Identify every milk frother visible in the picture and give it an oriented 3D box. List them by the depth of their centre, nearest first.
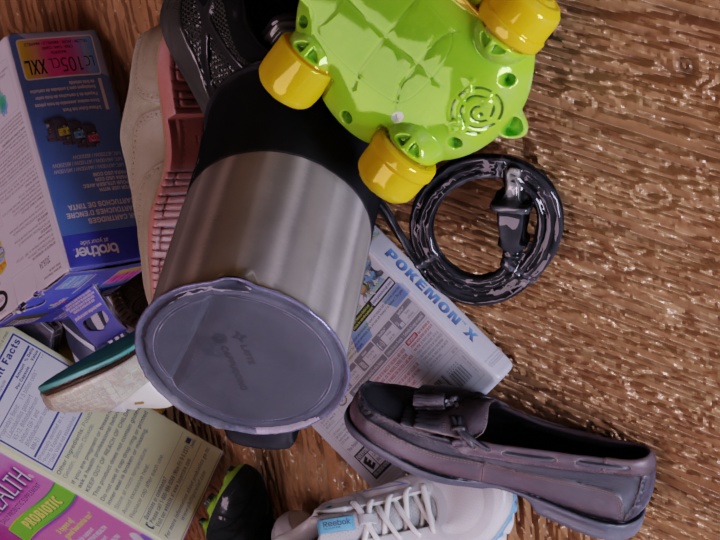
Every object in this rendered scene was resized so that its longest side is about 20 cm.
[{"bbox_3d":[0.000,0.000,1.168,0.200,0.188,0.181,-7,133,19],"label":"milk frother"}]

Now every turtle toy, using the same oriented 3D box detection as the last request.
[{"bbox_3d":[0.019,-0.143,1.138,0.200,0.101,0.146,44,114,6],"label":"turtle toy"}]

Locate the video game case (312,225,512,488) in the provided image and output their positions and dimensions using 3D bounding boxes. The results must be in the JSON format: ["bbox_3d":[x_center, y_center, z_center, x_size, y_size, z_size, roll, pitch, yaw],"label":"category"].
[{"bbox_3d":[-0.007,0.046,1.407,0.182,0.022,0.200,45,144,5],"label":"video game case"}]

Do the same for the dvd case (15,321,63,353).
[{"bbox_3d":[-0.316,0.022,1.646,0.200,0.016,0.149,40,147,14],"label":"dvd case"}]

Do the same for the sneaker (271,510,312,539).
[{"bbox_3d":[0.016,0.210,1.507,0.200,0.075,0.100,29,104,42],"label":"sneaker"}]

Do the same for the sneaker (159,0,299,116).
[{"bbox_3d":[-0.038,-0.096,1.263,0.114,0.076,0.200,-9,110,56],"label":"sneaker"}]

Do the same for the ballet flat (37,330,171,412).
[{"bbox_3d":[-0.120,0.057,1.379,0.200,0.067,0.062,-30,96,12],"label":"ballet flat"}]

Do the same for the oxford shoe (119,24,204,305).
[{"bbox_3d":[-0.118,-0.061,1.343,0.074,0.071,0.200,5,91,52],"label":"oxford shoe"}]

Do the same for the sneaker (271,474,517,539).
[{"bbox_3d":[0.016,0.176,1.404,0.200,0.087,0.075,-31,59,33],"label":"sneaker"}]

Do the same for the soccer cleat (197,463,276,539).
[{"bbox_3d":[-0.077,0.218,1.606,0.081,0.068,0.200,24,144,17],"label":"soccer cleat"}]

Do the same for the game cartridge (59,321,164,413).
[{"bbox_3d":[-0.259,0.074,1.686,0.176,0.032,0.200,53,141,-6],"label":"game cartridge"}]

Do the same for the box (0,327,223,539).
[{"bbox_3d":[-0.239,0.158,1.622,0.200,0.097,0.176,32,146,-11],"label":"box"}]

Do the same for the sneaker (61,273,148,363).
[{"bbox_3d":[-0.155,0.049,1.509,0.200,0.070,0.109,24,135,47],"label":"sneaker"}]

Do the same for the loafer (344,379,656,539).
[{"bbox_3d":[0.090,0.103,1.310,0.200,0.072,0.063,21,124,6],"label":"loafer"}]

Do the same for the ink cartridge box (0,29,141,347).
[{"bbox_3d":[-0.212,-0.046,1.422,0.136,0.076,0.200,-29,72,54],"label":"ink cartridge box"}]
